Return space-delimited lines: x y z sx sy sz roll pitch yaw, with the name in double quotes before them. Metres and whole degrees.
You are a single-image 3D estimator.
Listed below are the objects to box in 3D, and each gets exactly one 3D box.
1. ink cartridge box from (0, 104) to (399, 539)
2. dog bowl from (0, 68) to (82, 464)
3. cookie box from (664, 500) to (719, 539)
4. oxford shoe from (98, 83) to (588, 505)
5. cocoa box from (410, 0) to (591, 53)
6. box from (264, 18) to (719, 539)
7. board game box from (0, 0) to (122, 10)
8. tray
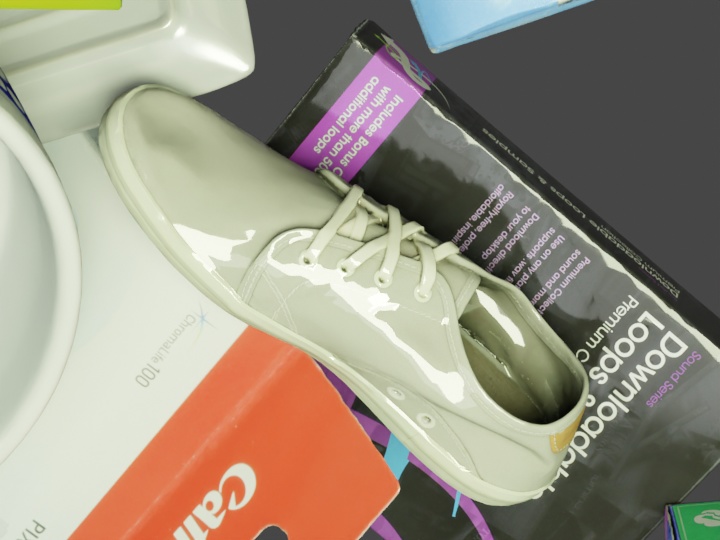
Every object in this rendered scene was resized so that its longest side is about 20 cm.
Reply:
"ink cartridge box" -0.099 0.056 0.828 0.160 0.047 0.200 -49 61 20
"dog bowl" -0.195 -0.003 0.747 0.200 0.079 0.200 -12 126 -16
"cookie box" 0.211 0.165 0.810 0.200 0.075 0.172 -4 106 2
"oxford shoe" 0.000 0.000 0.784 0.200 0.075 0.058 40 132 -8
"cocoa box" 0.074 -0.160 0.691 0.131 0.200 0.134 -18 101 17
"box" 0.033 0.028 0.844 0.200 0.036 0.143 39 110 -2
"board game box" -0.170 -0.131 0.681 0.200 0.048 0.102 0 62 -5
"tray" -0.139 -0.093 0.827 0.200 0.022 0.108 -15 71 16
